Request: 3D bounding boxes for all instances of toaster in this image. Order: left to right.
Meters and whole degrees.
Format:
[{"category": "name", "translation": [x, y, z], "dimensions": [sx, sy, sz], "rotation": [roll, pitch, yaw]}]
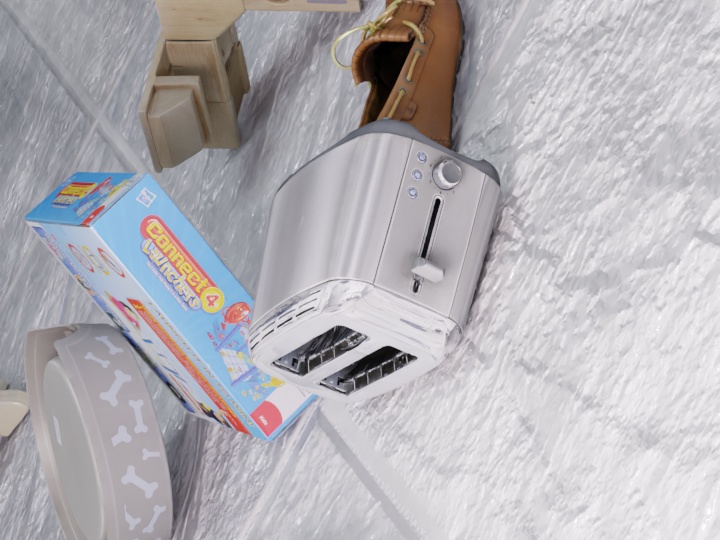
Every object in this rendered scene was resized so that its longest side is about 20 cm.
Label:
[{"category": "toaster", "translation": [0.000, 0.000, 1.470], "dimensions": [0.200, 0.113, 0.130], "rotation": [-29, 42, 55]}]

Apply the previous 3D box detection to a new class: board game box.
[{"category": "board game box", "translation": [-0.136, 0.022, 1.649], "dimensions": [0.056, 0.200, 0.196], "rotation": [-43, 17, -14]}]

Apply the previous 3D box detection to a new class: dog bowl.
[{"category": "dog bowl", "translation": [-0.196, 0.131, 1.742], "dimensions": [0.200, 0.058, 0.202], "rotation": [167, 90, -70]}]

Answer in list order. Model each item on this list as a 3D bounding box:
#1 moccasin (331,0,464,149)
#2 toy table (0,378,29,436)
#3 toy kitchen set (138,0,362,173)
[{"category": "moccasin", "translation": [0.025, -0.146, 1.628], "dimensions": [0.074, 0.077, 0.203], "rotation": [-42, 29, 44]}, {"category": "toy table", "translation": [-0.420, 0.161, 2.301], "dimensions": [0.200, 0.116, 0.185], "rotation": [-40, 31, 47]}, {"category": "toy kitchen set", "translation": [-0.080, -0.170, 1.927], "dimensions": [0.201, 0.179, 0.164], "rotation": [79, -163, -47]}]
